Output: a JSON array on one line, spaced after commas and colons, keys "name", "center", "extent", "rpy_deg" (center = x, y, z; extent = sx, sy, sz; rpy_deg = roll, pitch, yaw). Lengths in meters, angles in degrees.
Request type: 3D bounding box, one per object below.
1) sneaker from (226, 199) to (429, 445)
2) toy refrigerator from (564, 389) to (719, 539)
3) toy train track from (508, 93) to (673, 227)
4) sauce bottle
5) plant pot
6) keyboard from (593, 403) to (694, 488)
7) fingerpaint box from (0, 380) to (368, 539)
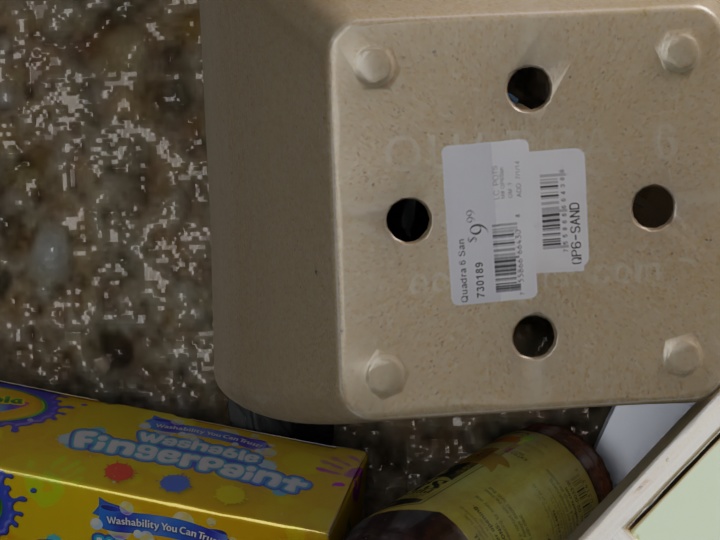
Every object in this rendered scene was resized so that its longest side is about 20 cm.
[{"name": "sneaker", "center": [0.001, 0.000, 0.969], "extent": [0.104, 0.060, 0.201], "rpy_deg": [3, 96, 28]}, {"name": "toy refrigerator", "center": [0.101, 0.132, 0.857], "extent": [0.076, 0.070, 0.200], "rpy_deg": [44, 97, 5]}, {"name": "toy train track", "center": [0.064, -0.064, 0.982], "extent": [0.199, 0.033, 0.115], "rpy_deg": [29, 109, 13]}, {"name": "sauce bottle", "center": [0.029, 0.119, 0.916], "extent": [0.066, 0.200, 0.066], "rpy_deg": [12, 111, 34]}, {"name": "plant pot", "center": [0.048, -0.034, 0.842], "extent": [0.199, 0.177, 0.201], "rpy_deg": [-3, 101, -7]}, {"name": "keyboard", "center": [0.109, 0.129, 1.000], "extent": [0.056, 0.011, 0.201], "rpy_deg": [26, 99, 13]}, {"name": "fingerpaint box", "center": [-0.106, 0.146, 0.983], "extent": [0.199, 0.073, 0.168], "rpy_deg": [11, 117, 10]}]
